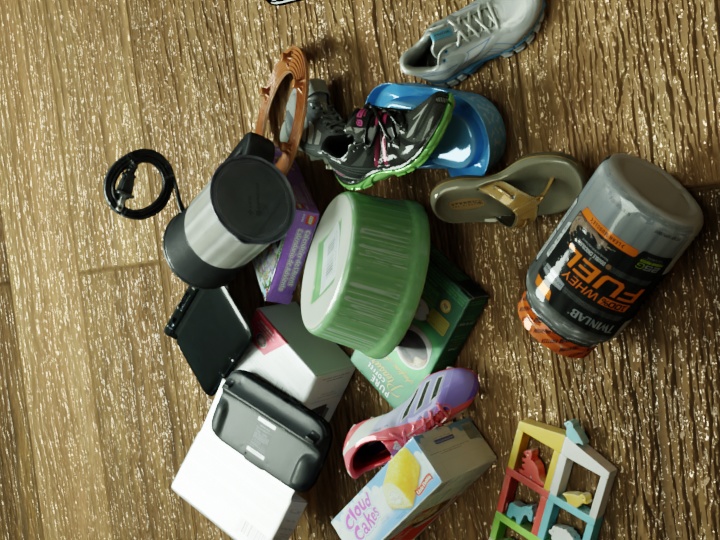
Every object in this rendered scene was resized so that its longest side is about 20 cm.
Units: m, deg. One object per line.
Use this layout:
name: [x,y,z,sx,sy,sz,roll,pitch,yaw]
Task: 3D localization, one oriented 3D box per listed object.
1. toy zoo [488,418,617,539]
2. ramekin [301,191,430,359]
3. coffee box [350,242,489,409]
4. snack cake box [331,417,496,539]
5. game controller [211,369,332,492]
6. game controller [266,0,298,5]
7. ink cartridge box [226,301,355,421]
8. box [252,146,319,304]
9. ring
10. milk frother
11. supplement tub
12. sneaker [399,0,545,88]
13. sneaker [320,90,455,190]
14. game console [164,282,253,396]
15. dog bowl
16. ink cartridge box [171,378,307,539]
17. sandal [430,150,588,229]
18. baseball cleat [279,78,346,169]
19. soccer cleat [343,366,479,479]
toy zoo: [0.226,0.265,1.318,0.131,0.020,0.202,26,113,39]
ramekin: [0.000,0.000,1.381,0.200,0.097,0.202,-165,90,-72]
coffee box: [0.071,0.075,1.424,0.123,0.044,0.201,43,123,32]
snack cake box: [0.066,0.277,1.409,0.067,0.114,0.200,54,128,21]
game controller: [-0.123,0.214,1.512,0.199,0.042,0.105,27,106,36]
game controller: [-0.097,-0.460,1.501,0.104,0.042,0.203,-3,95,45]
ink cartridge box: [-0.111,0.169,1.586,0.145,0.083,0.201,45,125,29]
box: [-0.111,-0.065,1.523,0.201,0.039,0.138,-115,40,-56]
ring: [-0.114,-0.203,1.514,0.200,0.019,0.203,-169,90,-68]
milk frother: [-0.211,-0.090,1.442,0.188,0.198,0.183,-35,56,56]
supplement tub: [0.255,-0.011,1.179,0.123,0.122,0.201,49,126,28]
sneaker: [0.124,-0.271,1.295,0.199,0.086,0.076,-32,72,40]
sneaker: [0.028,-0.156,1.305,0.199,0.084,0.077,-26,33,40]
game console: [-0.199,0.050,1.631,0.116,0.177,0.200,32,139,-6]
dog bowl: [0.091,-0.169,1.353,0.199,0.049,0.113,18,122,40]
ink cartridge box: [-0.153,0.274,1.559,0.199,0.045,0.178,28,92,36]
sandal: [0.165,-0.079,1.271,0.198,0.054,0.081,-10,129,32]
baseball cleat: [-0.051,-0.194,1.466,0.199,0.069,0.108,22,110,53]
soccer cleat: [0.063,0.189,1.380,0.199,0.077,0.067,-31,113,20]
